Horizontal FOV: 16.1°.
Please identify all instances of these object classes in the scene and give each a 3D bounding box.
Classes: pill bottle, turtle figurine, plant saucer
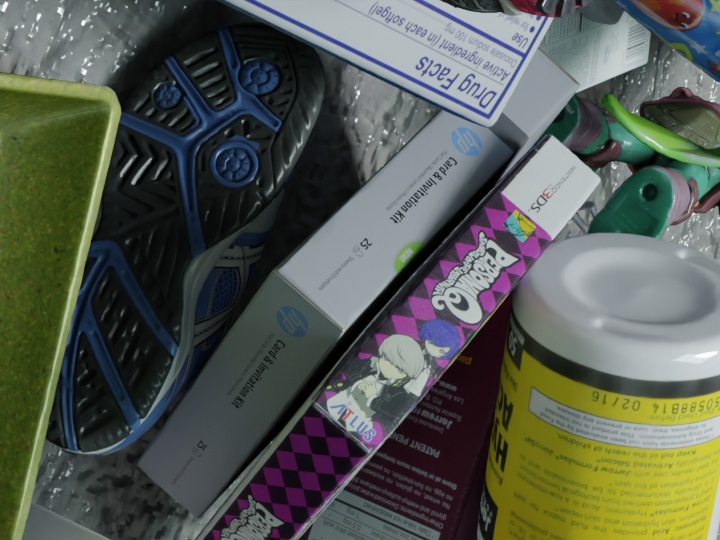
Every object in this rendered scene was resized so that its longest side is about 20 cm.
[{"bbox_3d":[0.112,0.094,1.165,0.111,0.111,0.200,-26,132,-45],"label":"pill bottle"},{"bbox_3d":[0.152,-0.042,1.275,0.200,0.150,0.101,9,102,-61],"label":"turtle figurine"},{"bbox_3d":[-0.189,0.017,0.928,0.200,0.048,0.200,3,103,-54],"label":"plant saucer"}]

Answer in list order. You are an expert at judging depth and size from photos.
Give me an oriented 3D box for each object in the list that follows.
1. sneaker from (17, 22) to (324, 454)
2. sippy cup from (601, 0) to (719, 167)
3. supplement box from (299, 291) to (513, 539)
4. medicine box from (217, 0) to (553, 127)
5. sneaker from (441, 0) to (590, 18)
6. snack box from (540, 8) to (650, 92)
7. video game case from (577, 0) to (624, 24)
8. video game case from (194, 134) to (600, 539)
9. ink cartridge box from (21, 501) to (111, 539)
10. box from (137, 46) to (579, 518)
[{"bbox_3d":[-0.079,-0.014,1.056,0.200,0.076,0.077,-59,171,-12],"label":"sneaker"},{"bbox_3d":[0.175,-0.146,1.151,0.178,0.130,0.140,-65,-170,-20],"label":"sippy cup"},{"bbox_3d":[0.050,0.088,1.258,0.110,0.086,0.200,15,94,-56],"label":"supplement box"},{"bbox_3d":[0.012,-0.185,0.998,0.182,0.103,0.200,22,100,-43],"label":"medicine box"},{"bbox_3d":[0.028,-0.182,0.897,0.081,0.075,0.200,-32,118,-41],"label":"sneaker"},{"bbox_3d":[0.101,-0.184,1.236,0.116,0.037,0.200,-24,124,-45],"label":"snack box"},{"bbox_3d":[0.116,-0.240,1.177,0.182,0.024,0.200,36,78,-52],"label":"video game case"},{"bbox_3d":[0.005,0.051,1.081,0.181,0.036,0.200,-48,177,-37],"label":"video game case"},{"bbox_3d":[-0.100,0.203,1.054,0.084,0.145,0.200,-46,139,-31],"label":"ink cartridge box"},{"bbox_3d":[0.000,0.000,1.095,0.200,0.041,0.156,-44,174,-43],"label":"box"}]
